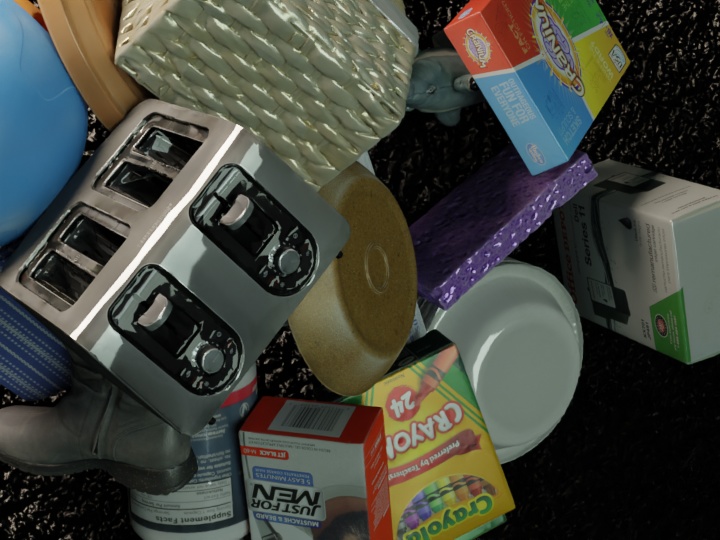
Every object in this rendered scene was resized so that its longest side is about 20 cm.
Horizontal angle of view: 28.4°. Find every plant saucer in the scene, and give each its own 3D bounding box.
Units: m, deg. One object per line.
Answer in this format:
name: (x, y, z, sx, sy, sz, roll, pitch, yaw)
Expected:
plant saucer: (-0.190, -0.194, 1.062, 0.032, 0.201, 0.201, -18, 115, 10)
plant saucer: (0.000, 0.000, 1.147, 0.200, 0.035, 0.202, 21, 66, -59)

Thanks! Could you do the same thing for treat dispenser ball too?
treat dispenser ball: (-0.294, -0.111, 1.013, 0.199, 0.201, 0.203, -8, 106, -28)

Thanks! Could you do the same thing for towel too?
towel: (-0.240, 0.030, 1.110, 0.145, 0.199, 0.024, 44, 35, -32)

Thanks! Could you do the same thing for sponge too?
sponge: (0.114, -0.049, 1.317, 0.200, 0.111, 0.030, -41, 121, -15)

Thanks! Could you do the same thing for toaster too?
toaster: (-0.131, -0.010, 0.971, 0.181, 0.200, 0.119, -51, 123, -11)

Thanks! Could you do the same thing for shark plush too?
shark plush: (0.077, -0.175, 1.247, 0.199, 0.083, 0.092, -1, 99, -57)

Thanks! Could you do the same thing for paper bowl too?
paper bowl: (0.130, 0.089, 1.366, 0.199, 0.104, 0.202, -8, 106, -30)

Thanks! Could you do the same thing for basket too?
basket: (-0.066, -0.164, 1.037, 0.135, 0.124, 0.200, -37, 121, 28)

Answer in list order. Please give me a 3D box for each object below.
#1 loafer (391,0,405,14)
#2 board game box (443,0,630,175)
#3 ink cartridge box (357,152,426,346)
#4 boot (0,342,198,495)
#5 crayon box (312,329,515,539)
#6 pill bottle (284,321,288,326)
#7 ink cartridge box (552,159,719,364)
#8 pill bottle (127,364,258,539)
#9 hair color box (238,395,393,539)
loafer: (0.004, -0.246, 1.231, 0.068, 0.076, 0.202, 0, 112, -31)
board game box: (0.164, -0.200, 1.275, 0.154, 0.040, 0.200, 56, 40, -16)
ink cartridge box: (-0.014, -0.007, 1.261, 0.044, 0.093, 0.201, -52, 129, -54)
boot: (-0.219, 0.095, 1.119, 0.070, 0.198, 0.133, -54, 143, -53)
crayon box: (0.054, 0.170, 1.245, 0.126, 0.051, 0.201, -26, 108, -11)
pill bottle: (-0.132, -0.002, 1.169, 0.198, 0.112, 0.113, -7, 106, -11)
ink cartridge box: (0.275, -0.013, 1.368, 0.083, 0.200, 0.148, -19, 110, -21)
pill bottle: (-0.143, 0.172, 1.219, 0.119, 0.119, 0.202, -10, 108, -27)
hair color box: (-0.033, 0.211, 1.194, 0.064, 0.110, 0.202, -55, 145, -58)
